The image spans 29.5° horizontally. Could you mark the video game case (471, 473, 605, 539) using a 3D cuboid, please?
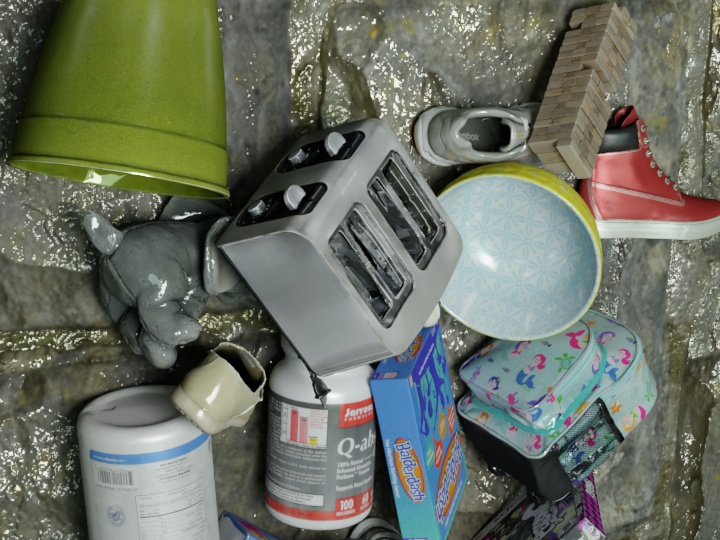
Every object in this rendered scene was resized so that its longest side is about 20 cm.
[{"bbox_3d":[0.185,0.295,1.487,0.036,0.200,0.181,42,105,-6],"label":"video game case"}]

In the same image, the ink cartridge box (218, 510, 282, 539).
[{"bbox_3d":[-0.092,0.364,1.465,0.199,0.076,0.138,33,88,-31],"label":"ink cartridge box"}]

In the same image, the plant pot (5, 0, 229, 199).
[{"bbox_3d":[-0.200,-0.175,1.215,0.198,0.200,0.196,9,88,-28],"label":"plant pot"}]

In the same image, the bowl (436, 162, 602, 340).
[{"bbox_3d":[0.166,-0.038,1.454,0.202,0.198,0.108,65,30,-24],"label":"bowl"}]

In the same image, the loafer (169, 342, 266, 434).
[{"bbox_3d":[-0.123,0.107,1.315,0.076,0.200,0.068,45,98,-1],"label":"loafer"}]

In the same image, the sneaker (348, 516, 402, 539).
[{"bbox_3d":[0.080,0.356,1.523,0.200,0.115,0.076,35,87,-29],"label":"sneaker"}]

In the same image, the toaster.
[{"bbox_3d":[-0.013,-0.014,1.277,0.201,0.118,0.181,55,46,-21],"label":"toaster"}]

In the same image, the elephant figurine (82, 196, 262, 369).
[{"bbox_3d":[-0.150,-0.011,1.322,0.199,0.156,0.142,-34,73,-26],"label":"elephant figurine"}]

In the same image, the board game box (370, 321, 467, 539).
[{"bbox_3d":[0.065,0.172,1.453,0.044,0.152,0.203,-5,112,17],"label":"board game box"}]

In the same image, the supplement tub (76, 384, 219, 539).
[{"bbox_3d":[-0.205,0.226,1.339,0.130,0.132,0.203,-10,109,-23],"label":"supplement tub"}]

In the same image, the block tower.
[{"bbox_3d":[0.234,-0.192,1.439,0.054,0.057,0.202,45,54,-38],"label":"block tower"}]

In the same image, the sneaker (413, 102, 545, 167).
[{"bbox_3d":[0.161,-0.139,1.441,0.197,0.092,0.077,-7,97,-26],"label":"sneaker"}]

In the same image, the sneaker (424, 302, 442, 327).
[{"bbox_3d":[0.000,0.000,1.421,0.093,0.070,0.200,-42,115,-3],"label":"sneaker"}]

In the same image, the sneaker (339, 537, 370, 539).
[{"bbox_3d":[0.030,0.328,1.396,0.197,0.080,0.076,6,123,-1],"label":"sneaker"}]

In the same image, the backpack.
[{"bbox_3d":[0.218,0.128,1.498,0.199,0.177,0.152,-35,121,-18],"label":"backpack"}]

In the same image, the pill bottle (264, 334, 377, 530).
[{"bbox_3d":[-0.039,0.153,1.410,0.114,0.116,0.203,-4,105,-25],"label":"pill bottle"}]

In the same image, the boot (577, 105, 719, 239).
[{"bbox_3d":[0.338,-0.112,1.555,0.197,0.072,0.147,0,102,-23],"label":"boot"}]
